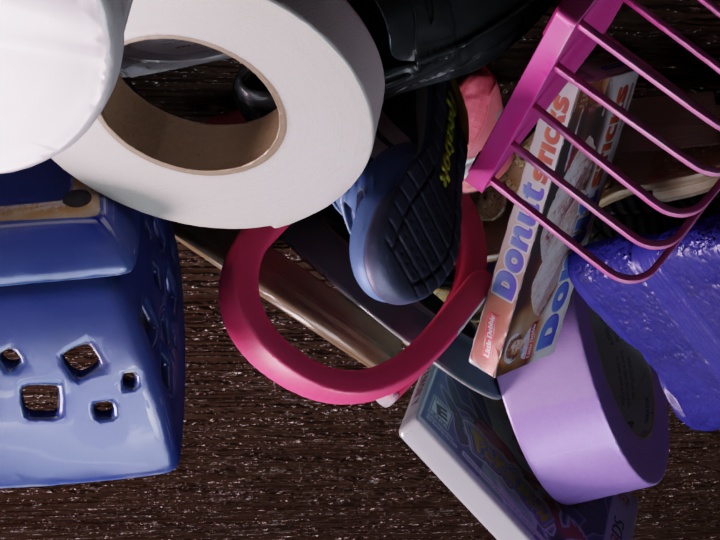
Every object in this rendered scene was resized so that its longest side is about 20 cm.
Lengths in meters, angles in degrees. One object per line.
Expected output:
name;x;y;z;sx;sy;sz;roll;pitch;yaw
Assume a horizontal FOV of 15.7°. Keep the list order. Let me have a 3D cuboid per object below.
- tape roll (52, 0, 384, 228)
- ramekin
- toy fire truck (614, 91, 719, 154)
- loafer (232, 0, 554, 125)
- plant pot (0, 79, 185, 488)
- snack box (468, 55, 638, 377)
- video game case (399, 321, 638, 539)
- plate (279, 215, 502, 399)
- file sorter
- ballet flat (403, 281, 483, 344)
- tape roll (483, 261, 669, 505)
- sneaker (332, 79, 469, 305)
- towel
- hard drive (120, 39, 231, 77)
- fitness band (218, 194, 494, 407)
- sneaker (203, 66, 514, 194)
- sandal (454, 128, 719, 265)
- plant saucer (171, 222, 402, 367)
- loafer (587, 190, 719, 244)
tape roll;-0.087;-0.098;1.369;0.202;0.037;0.203;8;141;7
ramekin;-0.196;-0.151;1.245;0.201;0.094;0.203;11;136;11
toy fire truck;0.251;-0.053;1.610;0.199;0.177;0.128;-4;164;35
loafer;0.023;-0.132;1.421;0.200;0.068;0.070;-27;166;2
plant pot;-0.209;-0.002;1.525;0.199;0.201;0.180;-4;130;0
snack box;0.119;-0.033;1.606;0.072;0.024;0.201;-19;131;-52
video game case;0.114;0.137;1.793;0.023;0.182;0.200;-39;100;23
plate;0.020;0.014;1.715;0.026;0.200;0.200;-52;145;6
file sorter;0.166;-0.103;1.427;0.125;0.139;0.200;37;154;5
ballet flat;0.095;0.046;1.917;0.199;0.071;0.071;5;155;-25
tape roll;0.149;0.056;1.780;0.065;0.201;0.200;-14;156;19
sneaker;0.011;-0.049;1.456;0.082;0.200;0.074;-11;126;17
towel;0.227;0.025;1.558;0.148;0.050;0.200;50;153;-15
hard drive;-0.104;-0.168;1.392;0.139;0.038;0.200;-10;156;7
fitness band;0.000;0.000;1.607;0.200;0.144;0.037;-47;176;-35
sneaker;-0.008;-0.096;1.574;0.199;0.074;0.087;-4;133;3
sandal;0.134;-0.071;1.670;0.211;0.078;0.070;-15;137;5
plant saucer;-0.050;0.010;1.700;0.200;0.030;0.200;33;177;2
loafer;0.229;-0.033;1.742;0.199;0.073;0.071;-6;162;-17
